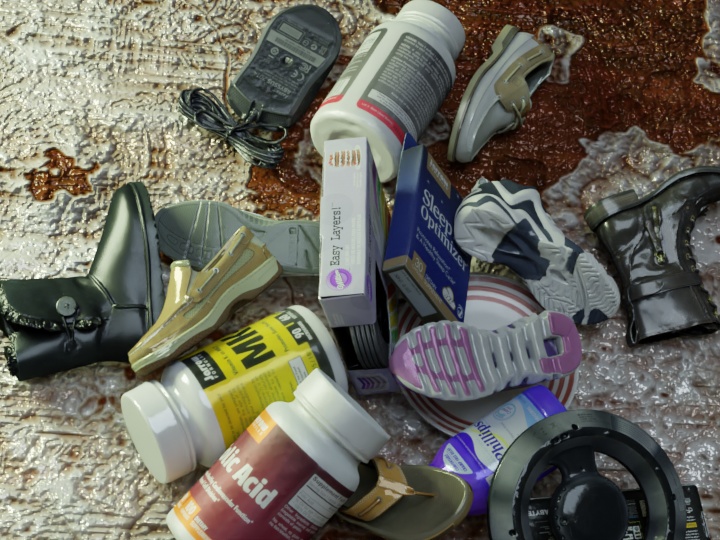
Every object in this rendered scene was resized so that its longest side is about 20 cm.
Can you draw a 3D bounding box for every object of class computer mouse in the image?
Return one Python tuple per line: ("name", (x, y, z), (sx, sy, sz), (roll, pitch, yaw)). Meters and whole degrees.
("computer mouse", (-0.097, -0.208, 1.910), (0.138, 0.053, 0.200), (34, 71, 11))

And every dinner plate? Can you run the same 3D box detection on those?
("dinner plate", (0.127, 0.093, 1.787), (0.199, 0.024, 0.201), (5, 60, -8))

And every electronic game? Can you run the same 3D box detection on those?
("electronic game", (0.215, 0.232, 1.634), (0.199, 0.042, 0.201), (2, 80, -13))

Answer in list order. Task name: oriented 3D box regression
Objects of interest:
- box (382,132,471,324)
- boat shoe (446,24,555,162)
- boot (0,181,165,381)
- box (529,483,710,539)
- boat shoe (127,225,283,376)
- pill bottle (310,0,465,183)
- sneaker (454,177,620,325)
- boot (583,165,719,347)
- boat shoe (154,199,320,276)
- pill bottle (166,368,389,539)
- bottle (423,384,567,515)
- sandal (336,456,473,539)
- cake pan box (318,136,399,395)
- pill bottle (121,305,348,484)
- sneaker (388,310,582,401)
("box", (0.075, -0.041, 1.783), (0.032, 0.121, 0.201), (-17, 43, 26))
("boat shoe", (0.158, -0.193, 1.927), (0.068, 0.075, 0.201), (23, 58, 10))
("boot", (-0.284, 0.008, 1.730), (0.167, 0.076, 0.201), (-4, 71, -16))
("box", (0.247, 0.296, 1.677), (0.199, 0.049, 0.161), (-4, 64, -12))
("boat shoe", (-0.165, 0.025, 1.691), (0.200, 0.072, 0.076), (-42, 101, -41))
("pill bottle", (0.037, -0.201, 1.889), (0.110, 0.111, 0.200), (28, 60, 7))
("sneaker", (0.190, -0.033, 1.828), (0.198, 0.080, 0.130), (26, 32, -7))
("boot", (0.347, -0.011, 1.868), (0.199, 0.069, 0.175), (-18, 70, -15))
("boat shoe", (-0.117, -0.027, 1.799), (0.201, 0.065, 0.075), (5, 79, 0))
("pill bottle", (-0.074, 0.195, 1.599), (0.114, 0.114, 0.200), (43, 89, 15))
("bottle", (0.117, 0.193, 1.684), (0.199, 0.065, 0.084), (-31, 40, -7))
("sandal", (0.010, 0.205, 1.642), (0.199, 0.054, 0.081), (15, 69, 29))
("cake pan box", (0.000, 0.000, 1.714), (0.052, 0.185, 0.201), (-7, 53, 11))
("pill bottle", (-0.122, 0.122, 1.675), (0.199, 0.114, 0.115), (-25, 67, -22))
("sneaker", (0.118, 0.092, 1.719), (0.199, 0.088, 0.081), (-5, 77, -22))
